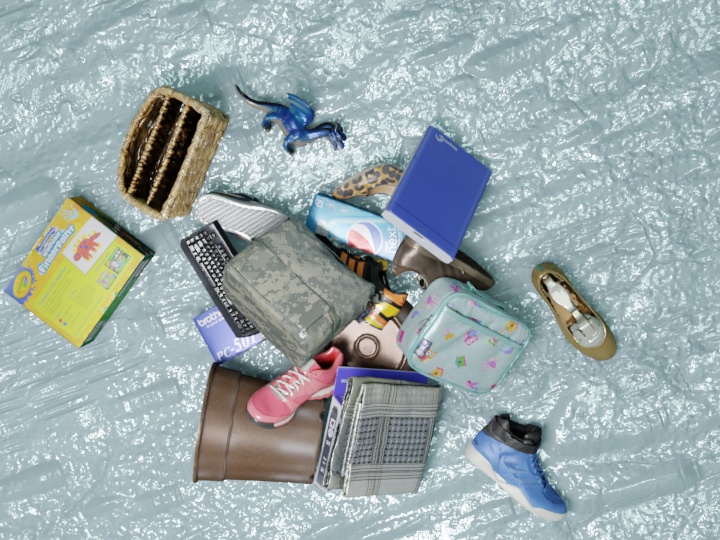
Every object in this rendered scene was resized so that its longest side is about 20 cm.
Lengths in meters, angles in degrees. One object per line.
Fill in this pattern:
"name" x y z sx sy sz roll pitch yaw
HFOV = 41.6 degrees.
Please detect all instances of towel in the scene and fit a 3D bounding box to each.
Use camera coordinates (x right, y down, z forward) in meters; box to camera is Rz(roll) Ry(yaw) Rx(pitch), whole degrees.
"towel" 0.041 0.270 1.528 0.199 0.034 0.194 10 97 -36

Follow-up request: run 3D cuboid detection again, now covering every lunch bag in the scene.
"lunch bag" 0.167 0.105 1.530 0.199 0.077 0.161 25 110 -30
"lunch bag" -0.092 0.026 1.476 0.200 0.140 0.168 42 66 12

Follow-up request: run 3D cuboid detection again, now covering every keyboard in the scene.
"keyboard" -0.198 0.009 1.566 0.127 0.021 0.201 -29 104 7

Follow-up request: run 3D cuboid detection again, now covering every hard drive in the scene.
"hard drive" 0.125 -0.124 1.506 0.132 0.025 0.201 35 54 -11

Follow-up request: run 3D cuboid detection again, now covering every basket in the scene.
"basket" -0.325 -0.198 1.556 0.142 0.149 0.201 25 98 2

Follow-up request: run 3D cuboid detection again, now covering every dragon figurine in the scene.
"dragon figurine" -0.112 -0.259 1.574 0.099 0.059 0.200 -44 91 8

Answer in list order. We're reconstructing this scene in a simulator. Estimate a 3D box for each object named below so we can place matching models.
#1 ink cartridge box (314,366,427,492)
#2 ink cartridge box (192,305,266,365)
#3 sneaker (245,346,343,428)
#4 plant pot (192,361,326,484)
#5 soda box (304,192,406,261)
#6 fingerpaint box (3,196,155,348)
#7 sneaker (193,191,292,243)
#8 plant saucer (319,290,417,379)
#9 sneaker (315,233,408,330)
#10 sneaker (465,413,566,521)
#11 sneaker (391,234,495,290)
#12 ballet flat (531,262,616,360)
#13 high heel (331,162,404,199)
"ink cartridge box" 0.029 0.264 1.567 0.197 0.043 0.201 7 97 -36
"ink cartridge box" -0.177 0.074 1.621 0.199 0.044 0.094 -29 91 8
"sneaker" -0.102 0.175 1.500 0.074 0.200 0.087 40 133 23
"plant pot" -0.164 0.265 1.574 0.197 0.200 0.202 9 97 -3
"soda box" 0.011 -0.067 1.578 0.199 0.068 0.065 19 97 3
"fingerpaint box" -0.481 0.001 1.628 0.166 0.073 0.200 36 97 0
"sneaker" -0.178 -0.082 1.591 0.199 0.079 0.079 24 100 -5
"plant saucer" 0.012 0.127 1.614 0.199 0.037 0.202 0 95 5
"sneaker" 0.000 0.000 1.567 0.090 0.070 0.200 -43 70 11
"sneaker" 0.285 0.323 1.587 0.200 0.077 0.111 38 107 7
"sneaker" 0.131 0.001 1.543 0.199 0.071 0.076 25 109 -34
"ballet flat" 0.351 0.074 1.563 0.069 0.063 0.200 -41 91 8
"high heel" 0.062 -0.108 1.565 0.199 0.071 0.143 -18 88 -2
